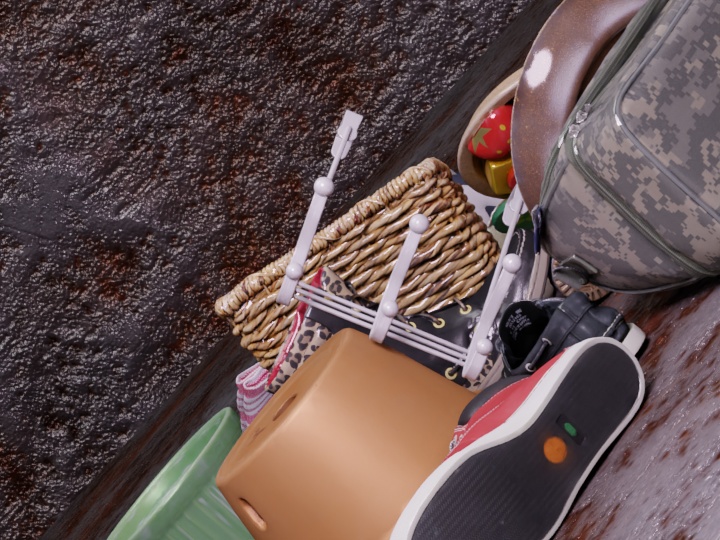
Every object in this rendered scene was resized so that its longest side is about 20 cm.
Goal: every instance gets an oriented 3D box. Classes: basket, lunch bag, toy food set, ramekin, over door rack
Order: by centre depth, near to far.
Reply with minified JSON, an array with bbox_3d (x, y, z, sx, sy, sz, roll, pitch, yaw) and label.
[{"bbox_3d":[0.204,-0.086,1.463,0.200,0.139,0.168,-54,4,-27],"label":"lunch bag"},{"bbox_3d":[0.036,-0.029,1.579,0.200,0.147,0.067,-71,5,-50],"label":"over door rack"},{"bbox_3d":[0.168,-0.105,1.745,0.200,0.049,0.198,-22,-27,-2],"label":"toy food set"},{"bbox_3d":[0.000,0.000,1.768,0.200,0.149,0.143,-35,24,6],"label":"basket"},{"bbox_3d":[-0.150,0.233,2.178,0.200,0.098,0.200,-49,6,7],"label":"ramekin"}]

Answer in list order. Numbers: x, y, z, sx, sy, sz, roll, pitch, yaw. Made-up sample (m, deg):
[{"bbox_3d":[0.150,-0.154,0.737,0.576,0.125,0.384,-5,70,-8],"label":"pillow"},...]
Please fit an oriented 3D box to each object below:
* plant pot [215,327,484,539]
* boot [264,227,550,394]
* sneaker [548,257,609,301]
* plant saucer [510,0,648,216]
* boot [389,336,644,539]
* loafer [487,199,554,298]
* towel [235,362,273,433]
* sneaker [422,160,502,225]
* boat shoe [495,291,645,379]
[{"bbox_3d":[0.000,0.133,1.549,0.200,0.140,0.200,-48,7,8],"label":"plant pot"},{"bbox_3d":[0.035,0.038,1.667,0.200,0.150,0.073,-63,7,3],"label":"boot"},{"bbox_3d":[0.196,-0.068,1.706,0.200,0.071,0.112,-51,9,-1],"label":"sneaker"},{"bbox_3d":[0.186,-0.104,1.583,0.200,0.200,0.032,-51,39,-14],"label":"plant saucer"},{"bbox_3d":[0.069,0.127,1.390,0.200,0.072,0.144,-44,8,-29],"label":"boot"},{"bbox_3d":[0.113,0.003,1.865,0.076,0.068,0.200,-46,7,26],"label":"loafer"},{"bbox_3d":[-0.037,0.106,2.023,0.146,0.030,0.200,-32,-25,-15],"label":"towel"},{"bbox_3d":[0.082,-0.028,1.987,0.199,0.130,0.079,-48,5,9],"label":"sneaker"},{"bbox_3d":[0.123,0.047,1.544,0.075,0.066,0.199,-50,6,-8],"label":"boat shoe"}]
